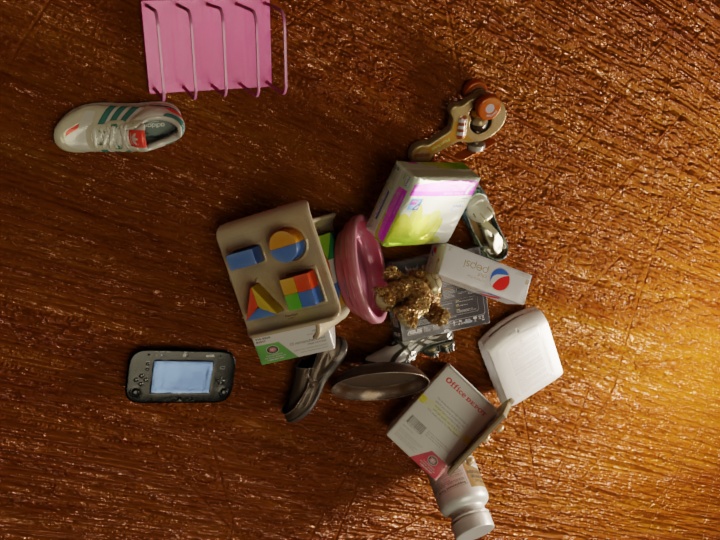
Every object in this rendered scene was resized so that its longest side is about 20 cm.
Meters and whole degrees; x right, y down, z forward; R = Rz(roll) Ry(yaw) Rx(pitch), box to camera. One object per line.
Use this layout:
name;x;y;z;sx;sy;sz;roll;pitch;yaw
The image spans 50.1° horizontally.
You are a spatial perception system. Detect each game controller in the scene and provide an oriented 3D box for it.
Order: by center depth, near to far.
game controller;-0.331;0.194;1.424;0.199;0.042;0.105;4;112;-27

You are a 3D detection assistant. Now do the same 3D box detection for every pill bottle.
pill bottle;0.218;0.485;1.704;0.114;0.201;0.115;-13;145;-10

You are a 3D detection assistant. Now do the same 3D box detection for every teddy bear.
teddy bear;0.098;0.044;1.395;0.200;0.145;0.067;-1;127;-49

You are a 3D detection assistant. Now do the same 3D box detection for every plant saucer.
plant saucer;0.000;0.000;1.408;0.051;0.201;0.201;-10;123;16
plant saucer;0.039;0.222;1.553;0.199;0.032;0.200;-4;155;-2

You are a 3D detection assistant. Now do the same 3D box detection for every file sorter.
file sorter;-0.219;-0.334;1.170;0.199;0.125;0.140;-9;117;-20

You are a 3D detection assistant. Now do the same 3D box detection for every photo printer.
photo printer;0.354;0.186;1.714;0.166;0.069;0.201;-31;122;-8

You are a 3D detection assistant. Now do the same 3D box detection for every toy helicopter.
toy helicopter;0.181;-0.252;1.437;0.199;0.079;0.132;-31;132;4

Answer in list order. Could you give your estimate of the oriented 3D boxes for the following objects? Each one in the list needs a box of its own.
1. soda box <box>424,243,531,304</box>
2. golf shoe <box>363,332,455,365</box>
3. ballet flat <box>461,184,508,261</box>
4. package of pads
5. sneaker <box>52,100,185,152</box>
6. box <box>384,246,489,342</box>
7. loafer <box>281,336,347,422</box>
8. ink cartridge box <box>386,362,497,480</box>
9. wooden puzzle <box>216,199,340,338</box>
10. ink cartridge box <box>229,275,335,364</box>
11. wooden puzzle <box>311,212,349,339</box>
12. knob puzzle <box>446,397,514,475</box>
soda box;0.229;0.008;1.500;0.199;0.068;0.064;19;83;-20
golf shoe;0.093;0.145;1.586;0.199;0.078;0.095;-16;97;-14
ballet flat;0.246;-0.098;1.530;0.074;0.074;0.200;-36;123;-5
package of pads;0.115;-0.119;1.412;0.199;0.068;0.155;-6;131;-44
sneaker;-0.365;-0.215;1.180;0.199;0.093;0.071;-11;118;-20
box;0.152;0.045;1.536;0.199;0.048;0.159;-11;95;-20
loafer;-0.105;0.206;1.523;0.071;0.073;0.201;30;94;-22
ink cartridge box;0.174;0.320;1.651;0.145;0.083;0.200;43;93;4
wooden puzzle;-0.142;0.003;1.262;0.184;0.046;0.201;-14;94;26
ink cartridge box;-0.139;0.057;1.396;0.144;0.084;0.201;-13;121;4
wooden puzzle;-0.056;0.004;1.353;0.037;0.185;0.201;-6;97;16
knob puzzle;0.267;0.351;1.642;0.030;0.220;0.220;41;94;9
